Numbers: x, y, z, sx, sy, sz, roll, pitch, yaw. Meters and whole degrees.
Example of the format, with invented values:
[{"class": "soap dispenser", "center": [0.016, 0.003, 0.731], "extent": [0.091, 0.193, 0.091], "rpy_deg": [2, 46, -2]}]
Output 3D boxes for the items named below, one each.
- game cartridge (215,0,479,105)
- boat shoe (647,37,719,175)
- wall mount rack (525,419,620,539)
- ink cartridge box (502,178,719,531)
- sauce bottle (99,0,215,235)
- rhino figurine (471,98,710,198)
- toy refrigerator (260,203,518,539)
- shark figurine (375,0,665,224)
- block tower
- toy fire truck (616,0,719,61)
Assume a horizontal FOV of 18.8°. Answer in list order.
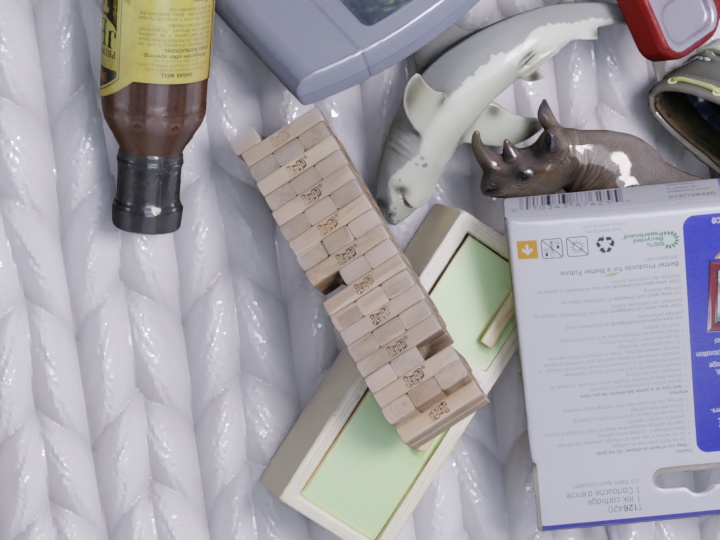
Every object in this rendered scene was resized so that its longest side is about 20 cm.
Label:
[{"class": "game cartridge", "center": [0.012, -0.192, 1.250], "extent": [0.200, 0.041, 0.133], "rpy_deg": [-40, 71, -7]}, {"class": "boat shoe", "center": [0.254, -0.061, 1.286], "extent": [0.060, 0.202, 0.072], "rpy_deg": [-30, 144, -25]}, {"class": "wall mount rack", "center": [0.207, 0.117, 1.342], "extent": [0.199, 0.075, 0.175], "rpy_deg": [-6, 99, -12]}, {"class": "ink cartridge box", "center": [0.189, 0.046, 1.258], "extent": [0.197, 0.047, 0.201], "rpy_deg": [-6, 116, 4]}, {"class": "sauce bottle", "center": [-0.116, -0.120, 1.234], "extent": [0.064, 0.065, 0.201], "rpy_deg": [1, 106, -14]}, {"class": "rhino figurine", "center": [0.151, -0.040, 1.284], "extent": [0.199, 0.060, 0.088], "rpy_deg": [26, 124, -16]}, {"class": "toy refrigerator", "center": [0.029, 0.065, 1.296], "extent": [0.076, 0.070, 0.200], "rpy_deg": [34, 87, -14]}, {"class": "shark figurine", "center": [0.078, -0.132, 1.282], "extent": [0.214, 0.090, 0.128], "rpy_deg": [-34, 144, -2]}, {"class": "block tower", "center": [0.000, 0.000, 1.243], "extent": [0.058, 0.054, 0.200], "rpy_deg": [-32, 75, 4]}, {"class": "toy fire truck", "center": [0.189, -0.242, 1.255], "extent": [0.168, 0.112, 0.200], "rpy_deg": [-36, 112, -24]}]
